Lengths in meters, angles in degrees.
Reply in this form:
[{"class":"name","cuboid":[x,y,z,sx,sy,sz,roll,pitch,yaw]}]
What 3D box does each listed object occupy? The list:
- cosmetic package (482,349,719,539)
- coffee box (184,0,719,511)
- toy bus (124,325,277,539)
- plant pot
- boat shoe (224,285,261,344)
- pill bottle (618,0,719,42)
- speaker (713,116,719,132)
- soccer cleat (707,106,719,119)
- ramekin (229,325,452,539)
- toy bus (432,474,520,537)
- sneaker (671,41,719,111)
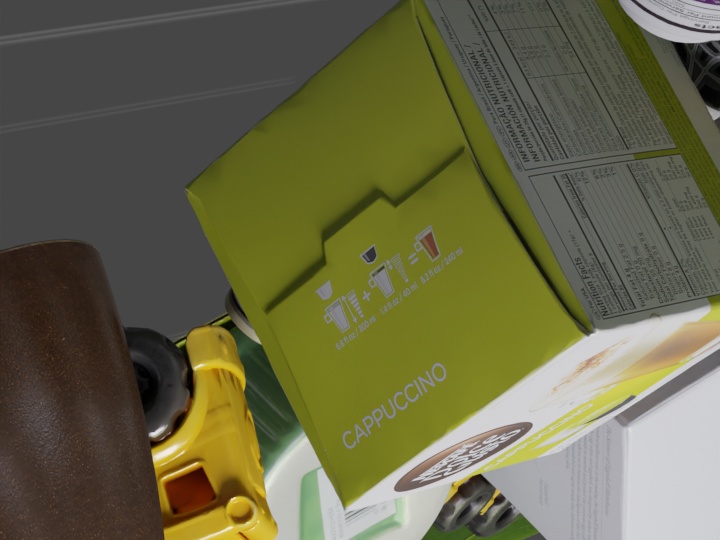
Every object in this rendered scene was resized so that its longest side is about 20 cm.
[{"class":"cosmetic package","cuboid":[0.156,0.079,1.818,0.123,0.200,0.200,-28,142,-21]},{"class":"coffee box","cuboid":[0.069,-0.017,1.449,0.197,0.201,0.200,-10,158,-49]},{"class":"toy bus","cuboid":[-0.146,0.148,1.633,0.199,0.193,0.136,-19,168,1]},{"class":"plant pot","cuboid":[-0.182,0.116,1.472,0.186,0.201,0.187,-26,166,-7]},{"class":"boat shoe","cuboid":[0.000,0.000,1.684,0.200,0.075,0.069,-11,143,-49]},{"class":"pill bottle","cuboid":[0.165,-0.175,1.235,0.112,0.113,0.200,-24,167,-11]},{"class":"speaker","cuboid":[0.179,-0.025,1.536,0.200,0.081,0.081,-35,165,38]},{"class":"soccer cleat","cuboid":[0.199,-0.102,1.629,0.200,0.085,0.069,-32,166,19]},{"class":"ramekin","cuboid":[-0.030,0.125,1.817,0.199,0.098,0.201,-23,133,-27]},{"class":"toy bus","cuboid":[0.105,0.097,2.131,0.192,0.136,0.200,-44,160,12]},{"class":"sneaker","cuboid":[0.195,-0.143,1.502,0.200,0.077,0.079,77,32,-61]}]
